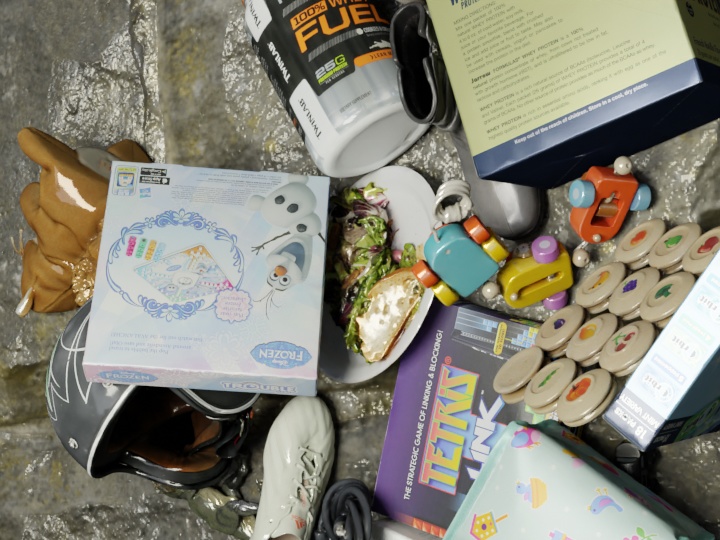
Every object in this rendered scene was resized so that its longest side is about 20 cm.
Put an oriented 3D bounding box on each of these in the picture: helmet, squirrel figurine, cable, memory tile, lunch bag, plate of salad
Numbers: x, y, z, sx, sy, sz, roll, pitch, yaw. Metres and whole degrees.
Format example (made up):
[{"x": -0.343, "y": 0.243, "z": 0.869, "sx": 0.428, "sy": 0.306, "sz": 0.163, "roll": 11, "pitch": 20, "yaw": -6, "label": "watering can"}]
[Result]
[{"x": -0.193, "y": 0.099, "z": 1.313, "sx": 0.189, "sy": 0.200, "sz": 0.202, "roll": 13, "pitch": 98, "yaw": -11, "label": "helmet"}, {"x": -0.277, "y": -0.016, "z": 1.432, "sx": 0.200, "sy": 0.141, "sz": 0.188, "roll": 45, "pitch": 118, "yaw": 27, "label": "squirrel figurine"}, {"x": -0.036, "y": 0.279, "z": 1.263, "sx": 0.201, "sy": 0.050, "sz": 0.164, "roll": 111, "pitch": 170, "yaw": -49, "label": "cable"}, {"x": 0.196, "y": 0.034, "z": 1.098, "sx": 0.200, "sy": 0.017, "sz": 0.153, "roll": -47, "pitch": 18, "yaw": -10, "label": "memory tile"}, {"x": 0.146, "y": 0.242, "z": 1.100, "sx": 0.170, "sy": 0.122, "sz": 0.201, "roll": 36, "pitch": 100, "yaw": 25, "label": "lunch bag"}, {"x": 0.000, "y": 0.000, "z": 1.269, "sx": 0.199, "sy": 0.048, "sz": 0.202, "roll": -27, "pitch": 55, "yaw": 46, "label": "plate of salad"}]

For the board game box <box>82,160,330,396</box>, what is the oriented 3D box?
[{"x": -0.130, "y": 0.006, "z": 1.240, "sx": 0.198, "sy": 0.043, "sz": 0.201, "roll": 4, "pitch": 61, "yaw": -2, "label": "board game box"}]

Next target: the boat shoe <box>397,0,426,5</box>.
[{"x": 0.010, "y": -0.327, "z": 1.288, "sx": 0.073, "sy": 0.074, "sz": 0.201, "roll": -42, "pitch": 69, "yaw": 25, "label": "boat shoe"}]

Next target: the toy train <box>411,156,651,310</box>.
[{"x": 0.132, "y": -0.039, "z": 1.168, "sx": 0.056, "sy": 0.198, "sz": 0.151, "roll": -119, "pitch": 35, "yaw": -48, "label": "toy train"}]

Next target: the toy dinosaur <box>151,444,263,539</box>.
[{"x": -0.121, "y": 0.227, "z": 1.380, "sx": 0.199, "sy": 0.047, "sz": 0.089, "roll": 35, "pitch": 111, "yaw": 25, "label": "toy dinosaur"}]

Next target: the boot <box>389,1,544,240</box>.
[{"x": 0.082, "y": -0.121, "z": 1.202, "sx": 0.069, "sy": 0.131, "sz": 0.202, "roll": -26, "pitch": 75, "yaw": 28, "label": "boot"}]

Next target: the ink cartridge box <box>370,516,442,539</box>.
[{"x": 0.091, "y": 0.302, "z": 1.224, "sx": 0.199, "sy": 0.068, "sz": 0.117, "roll": 20, "pitch": 100, "yaw": 29, "label": "ink cartridge box"}]

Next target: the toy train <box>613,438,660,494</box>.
[{"x": 0.227, "y": 0.237, "z": 1.153, "sx": 0.034, "sy": 0.046, "sz": 0.202, "roll": -6, "pitch": 86, "yaw": 32, "label": "toy train"}]

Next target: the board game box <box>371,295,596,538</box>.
[{"x": 0.106, "y": 0.135, "z": 1.227, "sx": 0.164, "sy": 0.057, "sz": 0.202, "roll": 14, "pitch": 96, "yaw": 31, "label": "board game box"}]

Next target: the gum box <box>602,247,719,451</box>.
[{"x": 0.279, "y": 0.036, "z": 1.051, "sx": 0.044, "sy": 0.169, "sz": 0.201, "roll": 39, "pitch": 109, "yaw": 26, "label": "gum box"}]

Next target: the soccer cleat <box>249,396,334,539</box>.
[{"x": -0.064, "y": 0.214, "z": 1.303, "sx": 0.078, "sy": 0.069, "sz": 0.202, "roll": 178, "pitch": 109, "yaw": -74, "label": "soccer cleat"}]

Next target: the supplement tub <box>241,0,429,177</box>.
[{"x": -0.027, "y": -0.196, "z": 1.280, "sx": 0.122, "sy": 0.122, "sz": 0.201, "roll": -38, "pitch": 70, "yaw": 26, "label": "supplement tub"}]

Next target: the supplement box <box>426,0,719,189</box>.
[{"x": 0.178, "y": -0.197, "z": 1.141, "sx": 0.199, "sy": 0.134, "sz": 0.202, "roll": -23, "pitch": 77, "yaw": 30, "label": "supplement box"}]
